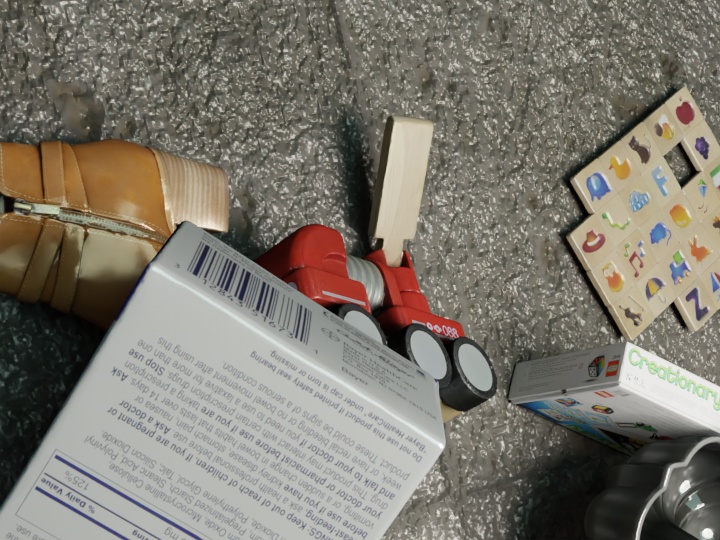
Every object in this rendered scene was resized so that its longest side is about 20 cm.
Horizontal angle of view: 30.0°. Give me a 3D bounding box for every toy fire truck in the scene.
[{"bbox_3d":[0.000,0.000,0.901,0.175,0.128,0.201,18,48,-46],"label":"toy fire truck"}]

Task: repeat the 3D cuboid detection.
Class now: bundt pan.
[{"bbox_3d":[0.224,0.209,0.955,0.201,0.076,0.204,-4,97,-38],"label":"bundt pan"}]

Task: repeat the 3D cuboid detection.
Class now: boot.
[{"bbox_3d":[-0.159,0.017,0.825,0.154,0.074,0.202,6,69,-29],"label":"boot"}]

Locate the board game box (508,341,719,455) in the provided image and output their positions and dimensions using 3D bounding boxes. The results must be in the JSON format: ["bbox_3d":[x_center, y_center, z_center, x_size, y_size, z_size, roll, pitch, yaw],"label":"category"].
[{"bbox_3d":[0.227,0.111,1.011,0.199,0.126,0.035,25,68,-26],"label":"board game box"}]

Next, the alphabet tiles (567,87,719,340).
[{"bbox_3d":[0.256,-0.037,1.122,0.200,0.008,0.168,-37,100,-32],"label":"alphabet tiles"}]

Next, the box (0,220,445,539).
[{"bbox_3d":[-0.080,0.109,0.754,0.183,0.105,0.201,32,103,-8],"label":"box"}]
